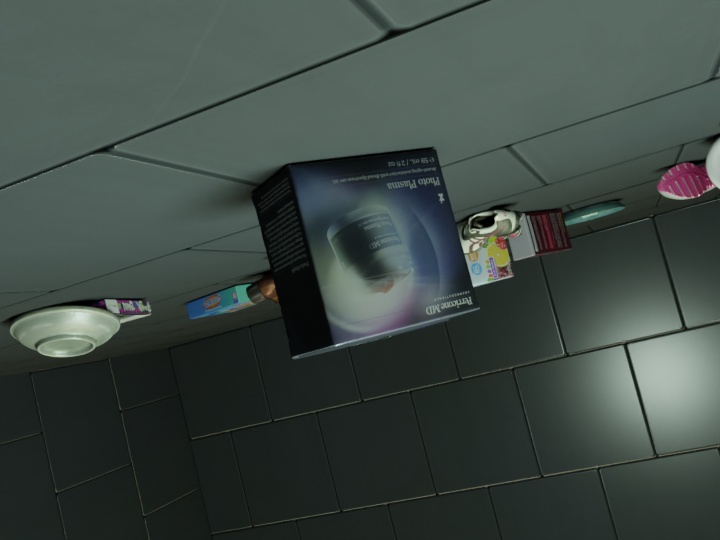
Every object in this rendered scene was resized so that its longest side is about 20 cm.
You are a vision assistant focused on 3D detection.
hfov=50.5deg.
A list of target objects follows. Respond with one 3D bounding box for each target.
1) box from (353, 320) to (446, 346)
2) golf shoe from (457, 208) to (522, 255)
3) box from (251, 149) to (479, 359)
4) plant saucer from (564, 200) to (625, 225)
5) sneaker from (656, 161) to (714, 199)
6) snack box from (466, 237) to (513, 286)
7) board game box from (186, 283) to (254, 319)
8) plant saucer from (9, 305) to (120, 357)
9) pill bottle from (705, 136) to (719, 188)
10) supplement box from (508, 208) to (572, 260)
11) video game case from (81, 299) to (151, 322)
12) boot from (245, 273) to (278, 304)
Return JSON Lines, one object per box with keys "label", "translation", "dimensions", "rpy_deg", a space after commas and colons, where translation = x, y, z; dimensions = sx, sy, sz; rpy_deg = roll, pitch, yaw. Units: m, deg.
{"label": "box", "translation": [0.031, -0.011, 1.038], "dimensions": [0.079, 0.200, 0.141], "rpy_deg": [-18, 175, 42]}
{"label": "golf shoe", "translation": [0.252, -0.093, 1.648], "dimensions": [0.088, 0.077, 0.200], "rpy_deg": [17, 153, -40]}
{"label": "box", "translation": [0.006, -0.021, 0.877], "dimensions": [0.200, 0.199, 0.123], "rpy_deg": [-12, 175, -30]}
{"label": "plant saucer", "translation": [0.646, -0.162, 2.162], "dimensions": [0.200, 0.027, 0.200], "rpy_deg": [-15, 176, -1]}
{"label": "sneaker", "translation": [0.731, -0.196, 1.699], "dimensions": [0.200, 0.081, 0.088], "rpy_deg": [-12, 173, -23]}
{"label": "snack box", "translation": [0.265, -0.028, 1.897], "dimensions": [0.200, 0.142, 0.053], "rpy_deg": [-14, 175, -4]}
{"label": "board game box", "translation": [-0.319, 0.073, 1.932], "dimensions": [0.200, 0.045, 0.152], "rpy_deg": [-18, 174, 38]}
{"label": "plant saucer", "translation": [-0.563, 0.126, 1.460], "dimensions": [0.200, 0.050, 0.200], "rpy_deg": [-9, 158, -4]}
{"label": "pill bottle", "translation": [0.721, -0.199, 1.418], "dimensions": [0.116, 0.116, 0.200], "rpy_deg": [-18, 174, 35]}
{"label": "supplement box", "translation": [0.446, -0.091, 1.908], "dimensions": [0.061, 0.109, 0.200], "rpy_deg": [-18, 173, 44]}
{"label": "video game case", "translation": [-0.562, 0.100, 1.568], "dimensions": [0.200, 0.036, 0.181], "rpy_deg": [-15, 174, 11]}
{"label": "boot", "translation": [-0.140, 0.006, 1.740], "dimensions": [0.200, 0.069, 0.188], "rpy_deg": [-27, 168, 18]}
